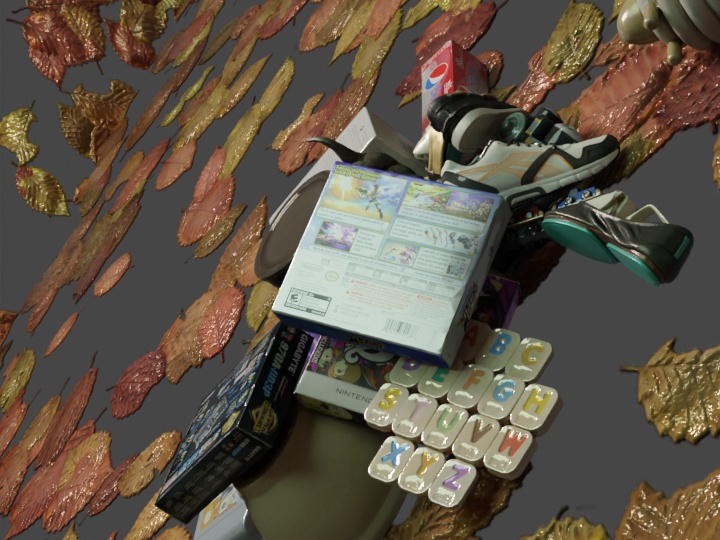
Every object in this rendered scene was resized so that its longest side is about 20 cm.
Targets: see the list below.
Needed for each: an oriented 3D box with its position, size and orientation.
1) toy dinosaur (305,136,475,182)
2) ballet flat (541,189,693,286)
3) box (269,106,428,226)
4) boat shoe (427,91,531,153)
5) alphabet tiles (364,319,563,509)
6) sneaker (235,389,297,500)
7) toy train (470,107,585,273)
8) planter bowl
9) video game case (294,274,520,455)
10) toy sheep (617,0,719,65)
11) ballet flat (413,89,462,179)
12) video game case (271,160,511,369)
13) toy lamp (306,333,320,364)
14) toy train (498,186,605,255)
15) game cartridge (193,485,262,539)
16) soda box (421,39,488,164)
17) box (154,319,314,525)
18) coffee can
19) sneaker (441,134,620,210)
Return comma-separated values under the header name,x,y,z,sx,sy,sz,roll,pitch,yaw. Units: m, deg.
name,x,y,z,sx,sy,sz,roll,pitch,yaw
toy dinosaur,0.029,-0.096,1.720,0.102,0.200,0.077,-27,-50,-56
ballet flat,0.254,-0.036,1.500,0.068,0.068,0.200,-47,31,-7
box,0.005,-0.074,1.951,0.200,0.152,0.106,-48,23,16
boat shoe,0.139,-0.171,1.802,0.074,0.060,0.200,-58,-21,20
alphabet tiles,0.097,0.135,1.514,0.200,0.015,0.196,16,63,43
sneaker,-0.086,0.209,1.831,0.200,0.076,0.088,-49,2,-37
toy train,0.171,-0.090,1.736,0.200,0.085,0.114,-52,33,3
planter bowl,-0.053,0.215,1.670,0.200,0.135,0.200,-45,22,24
video game case,0.051,0.077,1.628,0.036,0.181,0.200,77,-146,-59
toy sheep,0.351,-0.290,1.584,0.200,0.138,0.138,-25,33,27
ballet flat,0.087,-0.118,1.852,0.069,0.063,0.200,3,-87,-72
video game case,0.032,-0.009,1.595,0.200,0.045,0.181,14,72,27
toy lamp,-0.042,0.087,1.876,0.058,0.058,0.200,-54,7,2
toy train,0.177,-0.045,1.637,0.200,0.034,0.046,-19,48,28
game cartridge,-0.147,0.271,1.923,0.133,0.042,0.200,-45,23,35
soda box,0.125,-0.220,2.029,0.063,0.070,0.200,-43,24,28
box,-0.136,0.163,1.665,0.200,0.046,0.159,-45,17,43
coffee can,0.000,0.000,1.785,0.146,0.200,0.146,-45,23,25
sneaker,0.178,-0.112,1.643,0.200,0.080,0.074,-20,-2,-5
